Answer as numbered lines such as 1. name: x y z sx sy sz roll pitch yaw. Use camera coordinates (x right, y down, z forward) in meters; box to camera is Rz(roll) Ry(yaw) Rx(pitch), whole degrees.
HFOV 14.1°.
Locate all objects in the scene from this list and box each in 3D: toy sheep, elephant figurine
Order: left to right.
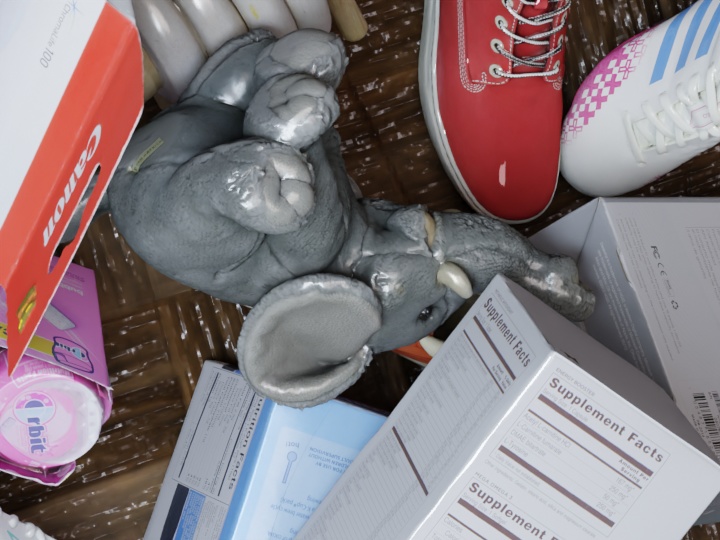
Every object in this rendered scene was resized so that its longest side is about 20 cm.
1. toy sheep: -0.067 -0.148 1.440 0.200 0.138 0.138 -42 106 -13
2. elephant figurine: -0.015 -0.005 1.382 0.200 0.155 0.142 51 62 -33

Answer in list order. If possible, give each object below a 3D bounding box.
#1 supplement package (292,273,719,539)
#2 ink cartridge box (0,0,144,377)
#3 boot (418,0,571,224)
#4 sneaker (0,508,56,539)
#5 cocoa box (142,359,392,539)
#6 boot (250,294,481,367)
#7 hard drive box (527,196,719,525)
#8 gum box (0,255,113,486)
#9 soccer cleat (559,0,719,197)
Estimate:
1. supplement package: 0.056 0.123 1.340 0.109 0.114 0.200 34 100 -20
2. ink cartridge box: -0.157 -0.074 1.343 0.047 0.200 0.161 17 122 -21
3. boot: 0.085 -0.121 1.486 0.072 0.144 0.201 -8 97 -20
4. sneaker: -0.185 0.139 1.379 0.080 0.070 0.201 -41 120 -30
5. cocoa box: 0.006 0.140 1.479 0.199 0.131 0.134 19 87 -20
6. boot: 0.000 0.000 1.484 0.199 0.107 0.075 21 89 -18
7. hard drive box: 0.181 0.046 1.495 0.199 0.077 0.157 -1 67 -48
8. gum box: -0.215 0.023 1.393 0.199 0.114 0.066 21 113 -20
9. soccer cleat: 0.175 -0.096 1.506 0.070 0.087 0.200 35 120 -22
